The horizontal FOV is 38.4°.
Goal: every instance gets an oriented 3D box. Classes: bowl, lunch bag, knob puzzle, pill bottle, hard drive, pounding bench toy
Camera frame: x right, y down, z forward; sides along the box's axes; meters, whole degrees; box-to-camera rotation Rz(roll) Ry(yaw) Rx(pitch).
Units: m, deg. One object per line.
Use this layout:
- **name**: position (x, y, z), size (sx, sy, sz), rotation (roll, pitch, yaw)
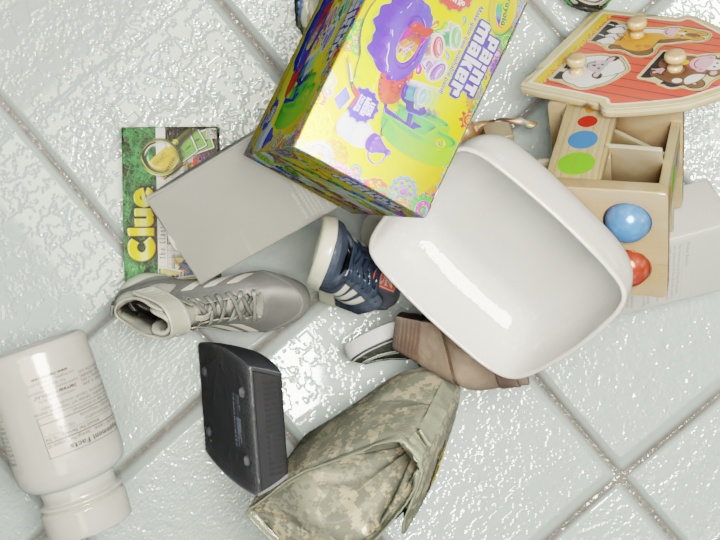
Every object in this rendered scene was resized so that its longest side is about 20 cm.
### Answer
- **bowl**: position (0.125, -0.016, 0.898), size (0.200, 0.200, 0.075), rotation (43, 50, -1)
- **lunch bag**: position (0.013, 0.192, 1.024), size (0.200, 0.164, 0.118), rotation (-38, 93, 27)
- **knob puzzle**: position (0.280, -0.206, 0.987), size (0.219, 0.220, 0.031), rotation (-10, 127, 1)
- **pill bottle**: position (-0.311, 0.172, 1.074), size (0.114, 0.114, 0.201), rotation (-17, 94, 1)
- **hard drive**: position (-0.120, 0.141, 1.038), size (0.042, 0.200, 0.136), rotation (-5, 94, -22)
- **pounding bench toy**: position (0.194, -0.069, 0.973), size (0.199, 0.156, 0.125), rotation (5, 136, 21)

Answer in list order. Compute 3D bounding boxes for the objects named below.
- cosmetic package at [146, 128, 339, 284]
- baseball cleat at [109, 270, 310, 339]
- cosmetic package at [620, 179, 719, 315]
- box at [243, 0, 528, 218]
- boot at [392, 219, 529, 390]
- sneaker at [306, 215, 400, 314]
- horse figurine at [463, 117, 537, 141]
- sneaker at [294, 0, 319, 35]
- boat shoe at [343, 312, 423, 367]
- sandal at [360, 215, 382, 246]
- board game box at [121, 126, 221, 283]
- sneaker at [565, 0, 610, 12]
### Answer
- **cosmetic package**: position (-0.098, -0.083, 1.024), size (0.199, 0.090, 0.107), rotation (-25, 102, 19)
- **baseball cleat**: position (-0.152, 0.043, 1.050), size (0.199, 0.107, 0.070), rotation (-1, 109, 3)
- **cosmetic package**: position (0.272, -0.013, 1.062), size (0.199, 0.071, 0.102), rotation (-14, 137, 0)
- **box**: position (0.015, -0.160, 0.866), size (0.122, 0.193, 0.201), rotation (27, 85, -18)
- **boot**: position (0.110, 0.020, 1.004), size (0.146, 0.070, 0.201), rotation (10, 112, 13)
- **sneaker**: position (0.000, 0.000, 1.019), size (0.084, 0.200, 0.075), rotation (15, 82, 7)
- **horse figurine**: position (0.101, -0.099, 1.087), size (0.132, 0.050, 0.201), rotation (15, 95, 1)
- **sneaker**: position (-0.023, -0.227, 1.067), size (0.085, 0.077, 0.201), rotation (-2, 95, -4)
- **boat shoe**: position (0.084, 0.077, 1.090), size (0.198, 0.074, 0.068), rotation (-14, 80, -8)
- **sandal**: position (0.096, -0.018, 1.058), size (0.202, 0.050, 0.083), rotation (26, 126, 17)
- **board game box**: position (-0.201, -0.052, 1.105), size (0.104, 0.023, 0.201), rotation (-1, 94, 2)
- **sneaker**: position (0.241, -0.365, 1.051), size (0.078, 0.085, 0.201), rotation (6, 95, -1)
